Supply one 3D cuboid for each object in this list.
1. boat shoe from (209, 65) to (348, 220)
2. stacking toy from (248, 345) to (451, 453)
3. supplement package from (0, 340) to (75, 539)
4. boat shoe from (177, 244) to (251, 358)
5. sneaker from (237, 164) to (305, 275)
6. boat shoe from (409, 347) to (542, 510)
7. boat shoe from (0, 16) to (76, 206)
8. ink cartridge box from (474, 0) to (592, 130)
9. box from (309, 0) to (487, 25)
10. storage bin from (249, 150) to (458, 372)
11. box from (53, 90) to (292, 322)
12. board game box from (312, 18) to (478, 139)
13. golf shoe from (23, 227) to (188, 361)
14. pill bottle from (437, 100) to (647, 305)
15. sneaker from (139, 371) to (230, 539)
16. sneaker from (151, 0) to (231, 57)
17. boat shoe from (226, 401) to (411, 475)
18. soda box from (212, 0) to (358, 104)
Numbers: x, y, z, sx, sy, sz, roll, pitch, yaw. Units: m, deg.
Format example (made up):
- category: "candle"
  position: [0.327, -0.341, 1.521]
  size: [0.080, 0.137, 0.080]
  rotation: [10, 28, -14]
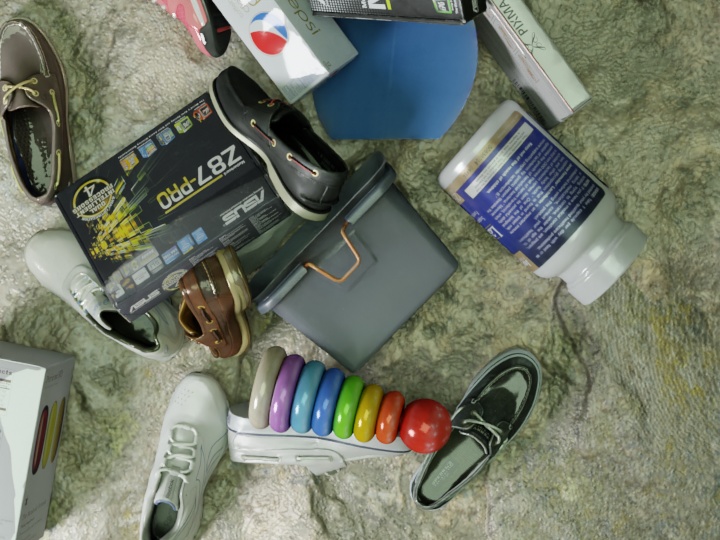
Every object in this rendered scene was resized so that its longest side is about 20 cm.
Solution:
- category: "boat shoe"
  position: [-0.080, -0.139, 1.423]
  size: [0.202, 0.073, 0.063]
  rotation: [52, 126, 29]
- category: "stacking toy"
  position: [-0.007, 0.139, 1.427]
  size: [0.199, 0.085, 0.086]
  rotation: [14, 94, 5]
- category: "supplement package"
  position: [-0.378, 0.181, 1.481]
  size: [0.109, 0.114, 0.201]
  rotation: [11, 95, 3]
- category: "boat shoe"
  position: [-0.150, 0.038, 1.424]
  size: [0.067, 0.200, 0.072]
  rotation: [-20, 70, -13]
- category: "sneaker"
  position: [-0.121, -0.058, 1.485]
  size: [0.200, 0.075, 0.089]
  rotation: [-41, 77, 0]
- category: "boat shoe"
  position: [0.123, 0.171, 1.478]
  size: [0.072, 0.071, 0.201]
  rotation: [34, 94, 0]
- category: "boat shoe"
  position: [-0.342, -0.166, 1.486]
  size: [0.071, 0.060, 0.201]
  rotation: [-9, 93, 4]
- category: "ink cartridge box"
  position: [0.153, -0.235, 1.399]
  size: [0.045, 0.176, 0.200]
  rotation: [-36, 91, -1]
- category: "box"
  position: [0.016, -0.330, 1.315]
  size: [0.192, 0.047, 0.201]
  rotation: [12, 125, 37]
- category: "storage bin"
  position: [0.000, 0.000, 1.448]
  size: [0.134, 0.146, 0.200]
  rotation: [43, 95, -11]
- category: "box"
  position: [-0.192, -0.066, 1.448]
  size: [0.199, 0.049, 0.162]
  rotation: [-33, 61, -1]
- category: "board game box"
  position: [0.041, -0.209, 1.455]
  size: [0.199, 0.039, 0.159]
  rotation: [3, 86, 34]
- category: "golf shoe"
  position: [-0.267, 0.022, 1.476]
  size: [0.199, 0.097, 0.079]
  rotation: [32, 96, 2]
- category: "pill bottle"
  position: [0.184, -0.066, 1.438]
  size: [0.200, 0.116, 0.116]
  rotation: [42, 94, 0]
- category: "sneaker"
  position: [-0.183, 0.205, 1.488]
  size: [0.074, 0.087, 0.201]
  rotation: [12, 93, 4]
- category: "sneaker"
  position: [-0.201, -0.303, 1.477]
  size: [0.086, 0.074, 0.201]
  rotation: [-26, 89, 20]
- category: "boat shoe"
  position: [-0.041, 0.182, 1.489]
  size: [0.199, 0.072, 0.066]
  rotation: [4, 104, 0]
- category: "soda box"
  position: [-0.095, -0.271, 1.432]
  size: [0.064, 0.068, 0.200]
  rotation: [-33, 96, 38]
